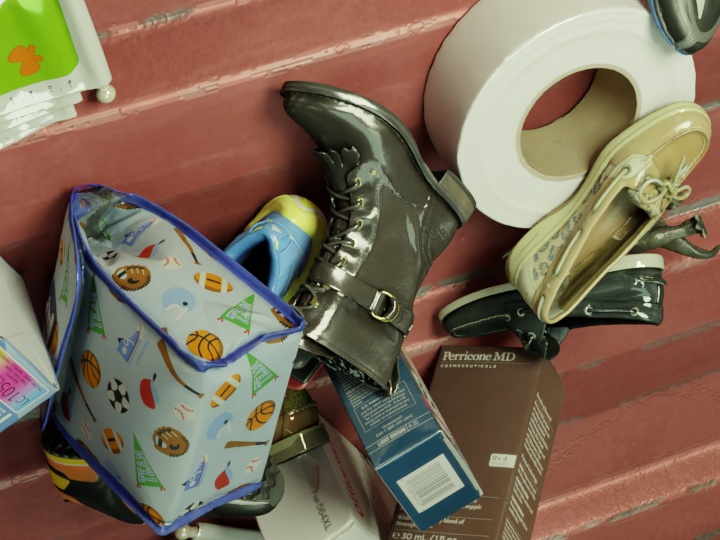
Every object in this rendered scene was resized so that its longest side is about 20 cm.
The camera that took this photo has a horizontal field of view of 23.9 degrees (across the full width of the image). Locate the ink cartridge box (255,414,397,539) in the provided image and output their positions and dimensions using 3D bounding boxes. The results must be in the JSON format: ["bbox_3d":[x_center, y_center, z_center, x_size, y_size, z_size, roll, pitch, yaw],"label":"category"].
[{"bbox_3d":[-0.012,0.227,1.475,0.084,0.146,0.200,-35,135,9],"label":"ink cartridge box"}]

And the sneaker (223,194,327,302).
[{"bbox_3d":[-0.099,0.034,1.283,0.200,0.076,0.105,-64,167,18],"label":"sneaker"}]

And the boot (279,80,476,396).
[{"bbox_3d":[-0.012,-0.022,1.228,0.200,0.069,0.174,38,73,-25],"label":"boot"}]

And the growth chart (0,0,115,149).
[{"bbox_3d":[-0.261,-0.123,1.124,0.200,0.018,0.145,-29,135,-2],"label":"growth chart"}]

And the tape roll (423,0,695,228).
[{"bbox_3d":[0.152,-0.130,1.295,0.202,0.071,0.203,-15,133,-16],"label":"tape roll"}]

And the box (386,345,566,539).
[{"bbox_3d":[0.100,0.163,1.426,0.100,0.200,0.075,-1,141,26],"label":"box"}]

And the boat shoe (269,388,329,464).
[{"bbox_3d":[-0.119,0.146,1.406,0.200,0.068,0.072,-25,173,19],"label":"boat shoe"}]

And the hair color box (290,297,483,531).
[{"bbox_3d":[0.019,0.095,1.332,0.060,0.200,0.100,-31,136,1],"label":"hair color box"}]

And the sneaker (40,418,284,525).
[{"bbox_3d":[-0.154,0.168,1.355,0.199,0.070,0.090,11,134,11],"label":"sneaker"}]

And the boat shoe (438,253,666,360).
[{"bbox_3d":[0.159,0.040,1.400,0.199,0.066,0.074,-14,167,21],"label":"boat shoe"}]

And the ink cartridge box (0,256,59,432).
[{"bbox_3d":[-0.321,0.080,1.188,0.200,0.137,0.076,-33,131,4],"label":"ink cartridge box"}]

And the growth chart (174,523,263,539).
[{"bbox_3d":[-0.145,0.303,1.555,0.144,0.018,0.200,5,126,-31],"label":"growth chart"}]

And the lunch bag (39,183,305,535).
[{"bbox_3d":[-0.157,0.057,1.211,0.124,0.200,0.170,-20,141,-42],"label":"lunch bag"}]

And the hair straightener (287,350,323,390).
[{"bbox_3d":[0.000,0.000,1.301,0.200,0.041,0.077,-47,159,-20],"label":"hair straightener"}]

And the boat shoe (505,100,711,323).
[{"bbox_3d":[0.199,-0.042,1.301,0.073,0.063,0.200,28,112,-40],"label":"boat shoe"}]

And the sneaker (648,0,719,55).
[{"bbox_3d":[0.272,-0.248,1.212,0.071,0.083,0.200,27,94,-35],"label":"sneaker"}]

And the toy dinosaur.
[{"bbox_3d":[0.220,-0.041,1.413,0.199,0.102,0.077,-5,87,-39],"label":"toy dinosaur"}]
